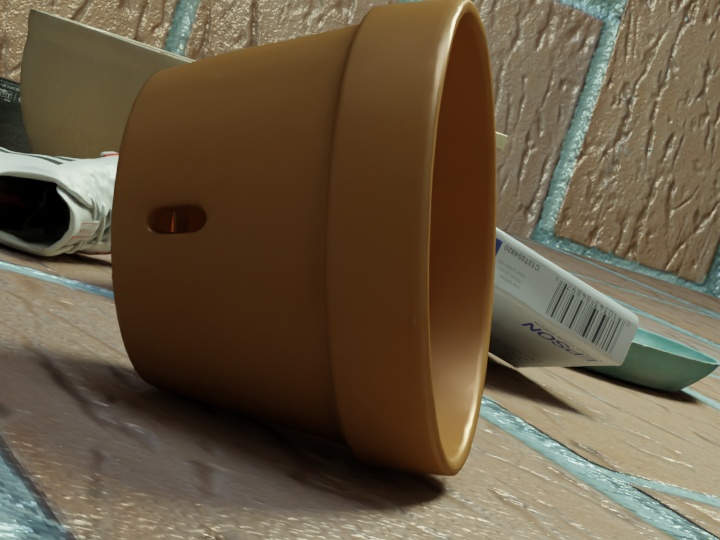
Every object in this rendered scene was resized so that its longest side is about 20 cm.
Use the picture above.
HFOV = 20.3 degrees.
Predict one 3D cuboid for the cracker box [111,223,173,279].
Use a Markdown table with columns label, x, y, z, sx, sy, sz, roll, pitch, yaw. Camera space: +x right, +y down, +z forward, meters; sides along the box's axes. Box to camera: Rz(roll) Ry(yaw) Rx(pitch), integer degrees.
| label | x | y | z | sx | sy | sz | roll | pitch | yaw |
| --- | --- | --- | --- | --- | --- | --- | --- | --- | --- |
| cracker box | -0.043 | 0.007 | 1.216 | 0.133 | 0.058 | 0.200 | 21 | 6 | 21 |

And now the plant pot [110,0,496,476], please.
| label | x | y | z | sx | sy | sz | roll | pitch | yaw |
| --- | --- | --- | --- | --- | --- | --- | --- | --- | --- |
| plant pot | -0.021 | -0.016 | 0.867 | 0.139 | 0.202 | 0.200 | 2 | 1 | 12 |

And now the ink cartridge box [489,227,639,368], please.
| label | x | y | z | sx | sy | sz | roll | pitch | yaw |
| --- | --- | --- | --- | --- | --- | --- | --- | --- | --- |
| ink cartridge box | 0.058 | 0.006 | 1.361 | 0.199 | 0.041 | 0.200 | 31 | -14 | -19 |

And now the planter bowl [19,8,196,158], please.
| label | x | y | z | sx | sy | sz | roll | pitch | yaw |
| --- | --- | --- | --- | --- | --- | --- | --- | --- | --- |
| planter bowl | -0.184 | -0.113 | 1.596 | 0.198 | 0.136 | 0.200 | 18 | 4 | -1 |

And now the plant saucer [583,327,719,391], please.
| label | x | y | z | sx | sy | sz | roll | pitch | yaw |
| --- | --- | --- | --- | --- | --- | --- | --- | --- | --- |
| plant saucer | 0.196 | 0.060 | 1.652 | 0.198 | 0.036 | 0.200 | 18 | 4 | -1 |

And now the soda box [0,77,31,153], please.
| label | x | y | z | sx | sy | sz | roll | pitch | yaw |
| --- | --- | --- | --- | --- | --- | --- | --- | --- | --- |
| soda box | -0.270 | -0.125 | 1.848 | 0.198 | 0.064 | 0.071 | 18 | 4 | -8 |

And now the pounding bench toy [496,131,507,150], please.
| label | x | y | z | sx | sy | sz | roll | pitch | yaw |
| --- | --- | --- | --- | --- | --- | --- | --- | --- | --- |
| pounding bench toy | -0.001 | -0.079 | 1.762 | 0.198 | 0.157 | 0.124 | 16 | 6 | -19 |

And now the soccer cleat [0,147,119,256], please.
| label | x | y | z | sx | sy | sz | roll | pitch | yaw |
| --- | --- | --- | --- | --- | --- | --- | --- | --- | --- |
| soccer cleat | -0.176 | -0.037 | 1.214 | 0.199 | 0.069 | 0.085 | 10 | 18 | -42 |
